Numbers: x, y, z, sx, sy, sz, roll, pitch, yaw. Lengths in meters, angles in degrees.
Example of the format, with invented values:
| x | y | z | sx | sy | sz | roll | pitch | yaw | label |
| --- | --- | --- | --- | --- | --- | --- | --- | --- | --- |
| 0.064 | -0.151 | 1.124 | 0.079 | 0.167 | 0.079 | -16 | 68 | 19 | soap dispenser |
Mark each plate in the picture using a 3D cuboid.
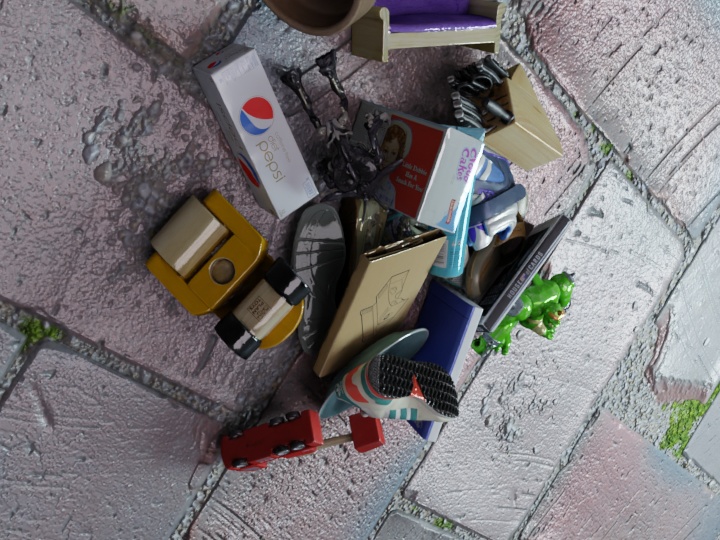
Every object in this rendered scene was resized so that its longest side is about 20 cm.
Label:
| x | y | z | sx | sy | sz | roll | pitch | yaw | label |
| --- | --- | --- | --- | --- | --- | --- | --- | --- | --- |
| 0.014 | 0.140 | 1.216 | 0.198 | 0.026 | 0.201 | -34 | 162 | -13 | plate |

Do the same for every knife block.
| x | y | z | sx | sy | sz | roll | pitch | yaw | label |
| --- | --- | --- | --- | --- | --- | --- | --- | --- | --- |
| 0.195 | -0.199 | 1.167 | 0.202 | 0.063 | 0.176 | 58 | 36 | -19 | knife block |

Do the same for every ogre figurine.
| x | y | z | sx | sy | sz | roll | pitch | yaw | label |
| --- | --- | --- | --- | --- | --- | --- | --- | --- | --- |
| 0.268 | 0.063 | 1.357 | 0.195 | 0.100 | 0.121 | -4 | 145 | -18 | ogre figurine |

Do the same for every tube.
| x | y | z | sx | sy | sz | roll | pitch | yaw | label |
| --- | --- | --- | --- | --- | --- | --- | --- | --- | --- |
| 0.120 | -0.093 | 1.149 | 0.075 | 0.051 | 0.205 | 5 | 113 | 5 | tube |

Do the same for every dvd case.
| x | y | z | sx | sy | sz | roll | pitch | yaw | label |
| --- | --- | --- | --- | --- | --- | --- | --- | --- | --- |
| 0.235 | 0.008 | 1.298 | 0.025 | 0.150 | 0.201 | 38 | 85 | 0 | dvd case |

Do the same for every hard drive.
| x | y | z | sx | sy | sz | roll | pitch | yaw | label |
| --- | --- | --- | --- | --- | --- | --- | --- | --- | --- |
| 0.108 | 0.129 | 1.261 | 0.025 | 0.132 | 0.204 | 15 | 100 | -25 | hard drive |

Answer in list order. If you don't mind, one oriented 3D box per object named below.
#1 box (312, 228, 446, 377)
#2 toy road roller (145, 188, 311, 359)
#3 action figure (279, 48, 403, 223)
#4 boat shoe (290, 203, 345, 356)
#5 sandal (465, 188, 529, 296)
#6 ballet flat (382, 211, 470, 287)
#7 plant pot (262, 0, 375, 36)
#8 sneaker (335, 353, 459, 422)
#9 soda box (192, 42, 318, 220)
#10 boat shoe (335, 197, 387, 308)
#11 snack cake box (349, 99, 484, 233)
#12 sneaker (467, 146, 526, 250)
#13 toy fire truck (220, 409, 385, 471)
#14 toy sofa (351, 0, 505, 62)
| x | y | z | sx | sy | sz | roll | pitch | yaw | label |
| --- | --- | --- | --- | --- | --- | --- | --- | --- | --- |
| 0.026 | 0.041 | 1.138 | 0.162 | 0.021 | 0.202 | -20 | 143 | -46 | box |
| -0.157 | 0.009 | 1.069 | 0.200 | 0.146 | 0.123 | 45 | 88 | 1 | toy road roller |
| -0.018 | -0.164 | 1.058 | 0.117 | 0.102 | 0.203 | -22 | 100 | 18 | action figure |
| -0.062 | 0.010 | 1.157 | 0.073 | 0.065 | 0.207 | -6 | 107 | -18 | boat shoe |
| 0.217 | -0.039 | 1.289 | 0.202 | 0.053 | 0.081 | -57 | 145 | -30 | sandal |
| 0.114 | -0.034 | 1.235 | 0.198 | 0.072 | 0.073 | 27 | 93 | -35 | ballet flat |
| -0.023 | -0.395 | 0.963 | 0.175 | 0.197 | 0.203 | -44 | 127 | -33 | plant pot |
| 0.049 | 0.165 | 1.149 | 0.198 | 0.092 | 0.072 | 22 | 55 | -44 | sneaker |
| -0.125 | -0.167 | 1.038 | 0.063 | 0.068 | 0.203 | -34 | 122 | -17 | soda box |
| 0.000 | 0.000 | 1.179 | 0.061 | 0.073 | 0.205 | -1 | 108 | -29 | boat shoe |
| 0.058 | -0.136 | 1.085 | 0.066 | 0.199 | 0.117 | 14 | 101 | -35 | snack cake box |
| 0.147 | -0.106 | 1.197 | 0.197 | 0.080 | 0.150 | 7 | 72 | -40 | sneaker |
| -0.079 | 0.236 | 1.189 | 0.196 | 0.050 | 0.141 | -21 | 155 | 18 | toy fire truck |
| 0.087 | -0.329 | 1.104 | 0.196 | 0.083 | 0.100 | -12 | 115 | -29 | toy sofa |
